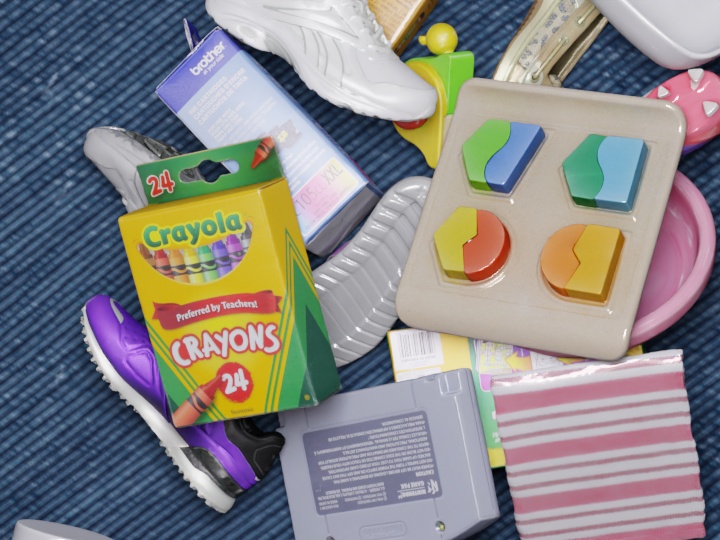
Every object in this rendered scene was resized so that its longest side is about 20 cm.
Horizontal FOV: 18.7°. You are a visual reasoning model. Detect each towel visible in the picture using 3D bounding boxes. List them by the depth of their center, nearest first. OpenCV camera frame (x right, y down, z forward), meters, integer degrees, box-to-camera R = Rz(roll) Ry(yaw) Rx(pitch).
[{"bbox_3d":[0.182,0.140,1.660,0.146,0.030,0.200,-8,129,7],"label":"towel"}]

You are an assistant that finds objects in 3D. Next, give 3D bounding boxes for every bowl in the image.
[{"bbox_3d":[0.241,-0.257,1.679,0.200,0.075,0.200,-38,83,-24],"label":"bowl"}]

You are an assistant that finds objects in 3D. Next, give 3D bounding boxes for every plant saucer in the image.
[{"bbox_3d":[0.172,-0.007,1.675,0.200,0.051,0.201,-7,48,8],"label":"plant saucer"}]

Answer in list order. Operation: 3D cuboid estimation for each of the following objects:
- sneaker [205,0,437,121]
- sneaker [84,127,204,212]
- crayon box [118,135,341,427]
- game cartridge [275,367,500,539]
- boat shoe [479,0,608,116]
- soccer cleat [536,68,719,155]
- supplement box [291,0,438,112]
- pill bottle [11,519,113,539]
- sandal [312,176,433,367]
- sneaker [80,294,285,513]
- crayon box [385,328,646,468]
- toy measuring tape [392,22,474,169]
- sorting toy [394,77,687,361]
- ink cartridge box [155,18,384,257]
[{"bbox_3d":[-0.019,-0.188,1.659,0.200,0.078,0.100,33,106,10],"label":"sneaker"},{"bbox_3d":[-0.153,-0.033,1.739,0.200,0.078,0.099,39,104,12],"label":"sneaker"},{"bbox_3d":[-0.102,0.010,1.639,0.127,0.051,0.201,-11,99,26],"label":"crayon box"},{"bbox_3d":[0.020,0.155,1.686,0.200,0.041,0.134,-14,81,43],"label":"game cartridge"},{"bbox_3d":[0.151,-0.167,1.713,0.063,0.073,0.200,28,91,10],"label":"boat shoe"},{"bbox_3d":[0.195,-0.095,1.677,0.200,0.076,0.067,-24,68,15],"label":"soccer cleat"},{"bbox_3d":[0.027,-0.224,1.734,0.069,0.067,0.200,33,91,7],"label":"supplement box"},{"bbox_3d":[-0.254,0.304,1.727,0.108,0.109,0.201,14,89,7],"label":"pill bottle"},{"bbox_3d":[0.005,0.005,1.735,0.082,0.050,0.203,41,111,-12],"label":"sandal"},{"bbox_3d":[-0.133,0.085,1.736,0.099,0.070,0.200,-39,87,8],"label":"sneaker"},{"bbox_3d":[0.127,0.091,1.712,0.199,0.058,0.119,-9,87,7],"label":"crayon box"},{"bbox_3d":[0.054,-0.098,1.735,0.073,0.074,0.201,5,106,7],"label":"toy measuring tape"},{"bbox_3d":[0.131,-0.043,1.618,0.185,0.036,0.200,9,74,24],"label":"sorting toy"},{"bbox_3d":[-0.079,-0.108,1.707,0.200,0.136,0.076,45,92,6],"label":"ink cartridge box"}]
